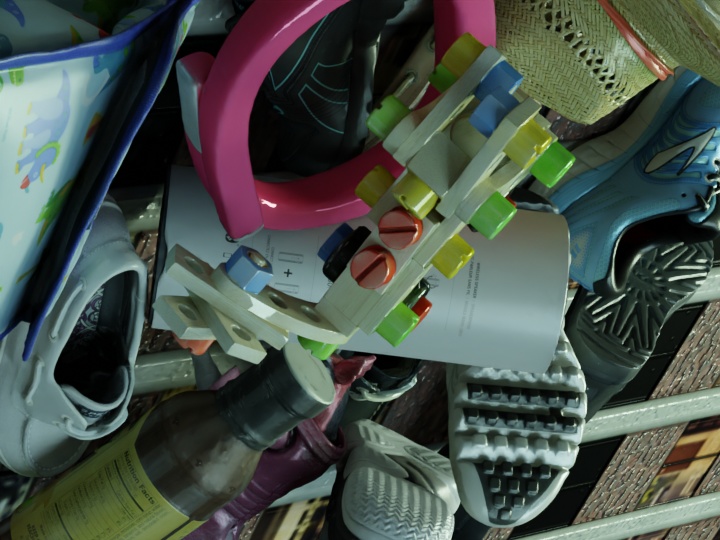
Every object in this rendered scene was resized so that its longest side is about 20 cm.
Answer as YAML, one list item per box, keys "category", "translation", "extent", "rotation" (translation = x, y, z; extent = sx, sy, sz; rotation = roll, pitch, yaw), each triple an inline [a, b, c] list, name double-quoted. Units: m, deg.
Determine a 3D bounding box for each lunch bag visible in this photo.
- category: "lunch bag"
  translation: [-0.161, -0.052, 1.064]
  extent: [0.200, 0.127, 0.170]
  rotation: [-16, 140, -57]

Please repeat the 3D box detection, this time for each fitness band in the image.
- category: "fitness band"
  translation: [-0.007, -0.079, 1.114]
  extent: [0.143, 0.037, 0.200]
  rotation: [-26, 154, -11]

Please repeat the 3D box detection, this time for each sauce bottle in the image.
- category: "sauce bottle"
  translation: [-0.099, 0.104, 1.279]
  extent: [0.200, 0.065, 0.065]
  rotation: [-35, 150, 19]

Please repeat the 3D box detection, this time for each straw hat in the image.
- category: "straw hat"
  translation: [0.099, -0.119, 1.161]
  extent: [0.085, 0.201, 0.201]
  rotation: [-40, 149, 11]

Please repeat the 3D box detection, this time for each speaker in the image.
- category: "speaker"
  translation: [0.000, 0.000, 1.231]
  extent: [0.200, 0.081, 0.081]
  rotation: [6, 136, -6]

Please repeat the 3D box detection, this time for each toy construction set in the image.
- category: "toy construction set"
  translation: [0.010, -0.018, 1.096]
  extent: [0.200, 0.092, 0.131]
  rotation: [-35, 179, 19]

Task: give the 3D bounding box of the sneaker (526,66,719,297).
- category: "sneaker"
  translation: [0.190, -0.057, 1.429]
  extent: [0.200, 0.090, 0.078]
  rotation: [-40, 148, 5]

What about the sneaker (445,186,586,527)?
- category: "sneaker"
  translation: [0.078, 0.055, 1.381]
  extent: [0.075, 0.200, 0.081]
  rotation: [12, 147, -12]

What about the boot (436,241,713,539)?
- category: "boot"
  translation: [0.122, 0.064, 1.527]
  extent: [0.165, 0.066, 0.200]
  rotation: [-48, 173, -47]

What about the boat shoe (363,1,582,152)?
- category: "boat shoe"
  translation: [0.038, -0.087, 1.279]
  extent: [0.200, 0.063, 0.073]
  rotation: [-45, 163, 18]

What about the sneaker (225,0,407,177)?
- category: "sneaker"
  translation: [-0.026, -0.117, 1.176]
  extent: [0.079, 0.076, 0.200]
  rotation: [4, 143, -9]

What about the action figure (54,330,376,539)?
- category: "action figure"
  translation: [-0.070, 0.108, 1.340]
  extent: [0.200, 0.149, 0.134]
  rotation: [-35, 145, 23]

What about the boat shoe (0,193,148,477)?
- category: "boat shoe"
  translation: [-0.140, 0.045, 1.249]
  extent: [0.072, 0.069, 0.200]
  rotation: [-14, 142, -34]

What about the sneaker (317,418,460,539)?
- category: "sneaker"
  translation: [0.001, 0.152, 1.363]
  extent: [0.114, 0.075, 0.200]
  rotation: [-64, -179, 9]

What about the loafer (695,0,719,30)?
- category: "loafer"
  translation: [0.213, -0.156, 1.338]
  extent: [0.200, 0.076, 0.068]
  rotation: [-12, 151, -50]

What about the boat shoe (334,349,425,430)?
- category: "boat shoe"
  translation: [0.006, 0.038, 1.394]
  extent: [0.076, 0.060, 0.200]
  rotation: [-21, 144, -26]
